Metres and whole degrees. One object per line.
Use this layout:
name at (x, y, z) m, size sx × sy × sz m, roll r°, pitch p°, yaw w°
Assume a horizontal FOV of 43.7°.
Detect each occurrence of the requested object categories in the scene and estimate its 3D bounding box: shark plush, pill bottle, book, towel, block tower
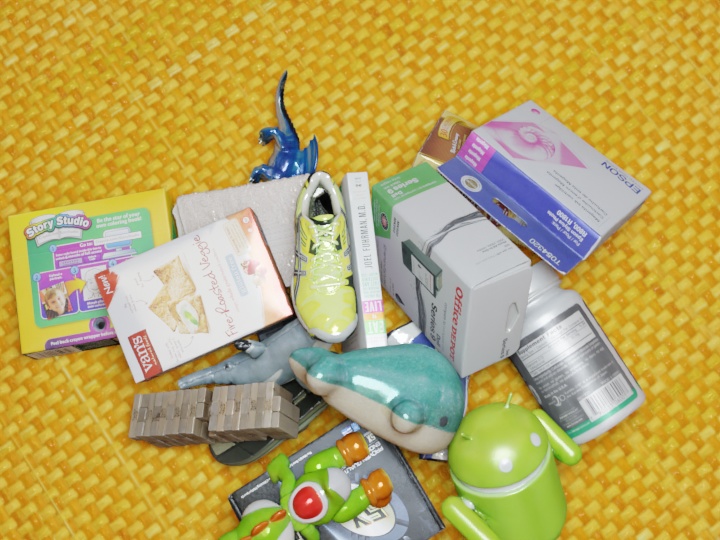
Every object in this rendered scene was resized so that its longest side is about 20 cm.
shark plush at (-0.119, 0.092, 1.045) m, size 0.197 × 0.083 × 0.092 m, roll -8°, pitch 59°, yaw 16°
pill bottle at (0.237, 0.096, 1.066) m, size 0.112 × 0.113 × 0.202 m, roll -31°, pitch 80°, yaw -6°
book at (0.000, 0.000, 1.072) m, size 0.047 × 0.134 × 0.203 m, roll -5°, pitch 78°, yaw -9°
towel at (-0.132, -0.040, 1.095) m, size 0.197 × 0.034 × 0.135 m, roll -9°, pitch 91°, yaw 15°
block tower at (-0.169, 0.169, 1.042) m, size 0.197 × 0.058 × 0.055 m, roll -7°, pitch 63°, yaw 20°

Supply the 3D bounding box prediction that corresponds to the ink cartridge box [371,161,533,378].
ink cartridge box at (0.096, -0.003, 1.022) m, size 0.083 × 0.147 × 0.200 m, roll -22°, pitch 47°, yaw -21°

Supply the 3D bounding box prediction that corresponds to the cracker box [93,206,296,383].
cracker box at (-0.190, 0.029, 1.042) m, size 0.198 × 0.058 × 0.136 m, roll -24°, pitch 86°, yaw -1°

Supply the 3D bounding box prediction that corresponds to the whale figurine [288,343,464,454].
whale figurine at (0.024, 0.116, 0.952) m, size 0.198 × 0.159 × 0.105 m, roll 27°, pitch 92°, yaw -27°

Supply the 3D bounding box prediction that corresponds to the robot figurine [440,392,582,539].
robot figurine at (0.164, 0.234, 1.003) m, size 0.175 × 0.115 × 0.202 m, roll -36°, pitch 122°, yaw -26°

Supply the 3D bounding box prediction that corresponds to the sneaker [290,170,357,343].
sneaker at (-0.045, -0.017, 0.986) m, size 0.074 × 0.077 × 0.203 m, roll -8°, pitch 62°, yaw -5°

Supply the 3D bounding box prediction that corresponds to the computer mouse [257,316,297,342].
computer mouse at (-0.107, 0.033, 1.123) m, size 0.058 × 0.034 × 0.203 m, roll -18°, pitch 74°, yaw 13°

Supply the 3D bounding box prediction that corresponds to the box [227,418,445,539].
box at (-0.028, 0.279, 1.044) m, size 0.198 × 0.086 × 0.165 m, roll -31°, pitch 81°, yaw -6°

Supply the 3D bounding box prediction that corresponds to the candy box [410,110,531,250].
candy box at (0.166, -0.109, 1.107) m, size 0.198 × 0.057 × 0.117 m, roll 26°, pitch 43°, yaw 5°

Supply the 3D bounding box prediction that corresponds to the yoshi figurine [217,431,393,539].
yoshi figurine at (-0.068, 0.263, 0.969) m, size 0.198 × 0.112 × 0.113 m, roll -29°, pitch 120°, yaw -20°

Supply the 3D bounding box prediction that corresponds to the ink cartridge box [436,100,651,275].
ink cartridge box at (0.220, -0.107, 1.058) m, size 0.196 × 0.044 × 0.199 m, roll 41°, pitch 44°, yaw 16°

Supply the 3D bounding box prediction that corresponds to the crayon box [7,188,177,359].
crayon box at (-0.322, 0.004, 1.109) m, size 0.197 × 0.058 × 0.175 m, roll -10°, pitch 78°, yaw -2°

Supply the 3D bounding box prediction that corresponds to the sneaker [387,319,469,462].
sneaker at (0.076, 0.126, 1.084) m, size 0.113 × 0.081 × 0.202 m, roll 11°, pitch 72°, yaw 6°

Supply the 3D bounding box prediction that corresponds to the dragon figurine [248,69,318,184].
dragon figurine at (-0.082, -0.141, 1.136) m, size 0.098 × 0.059 × 0.203 m, roll 12°, pitch 84°, yaw 0°

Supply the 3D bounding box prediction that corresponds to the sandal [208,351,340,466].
sandal at (-0.091, 0.173, 1.073) m, size 0.199 × 0.057 × 0.080 m, roll -30°, pitch 56°, yaw 1°
